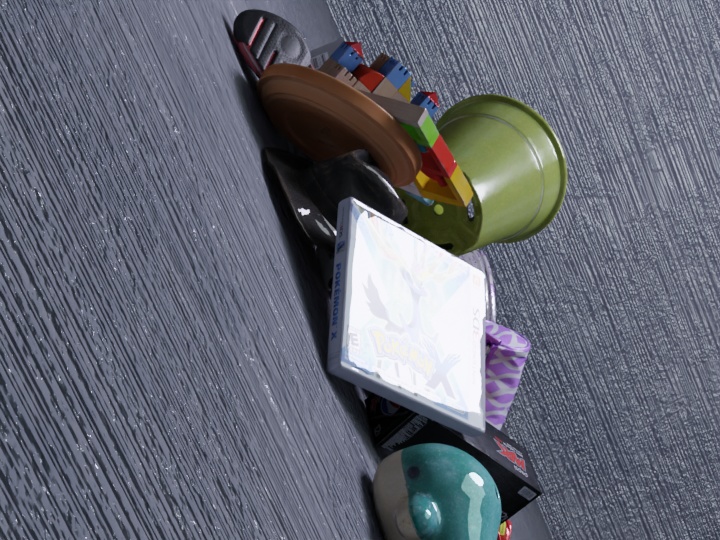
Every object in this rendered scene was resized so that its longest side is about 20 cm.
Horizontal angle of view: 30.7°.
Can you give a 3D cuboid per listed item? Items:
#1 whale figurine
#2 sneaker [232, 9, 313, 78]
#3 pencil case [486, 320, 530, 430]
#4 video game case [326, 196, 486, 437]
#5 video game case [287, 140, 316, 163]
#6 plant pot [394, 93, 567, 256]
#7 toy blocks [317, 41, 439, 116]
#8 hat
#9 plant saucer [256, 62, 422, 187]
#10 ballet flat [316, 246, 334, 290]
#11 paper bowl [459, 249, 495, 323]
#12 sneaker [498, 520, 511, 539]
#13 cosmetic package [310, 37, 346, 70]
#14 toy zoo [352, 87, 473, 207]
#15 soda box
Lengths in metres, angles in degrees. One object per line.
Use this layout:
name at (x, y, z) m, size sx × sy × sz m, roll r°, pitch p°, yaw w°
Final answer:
whale figurine at (0.081, 0.241, 1.134) m, size 0.159 × 0.103 × 0.201 m, roll 62°, pitch 9°, yaw -47°
sneaker at (-0.084, -0.208, 1.491) m, size 0.200 × 0.087 × 0.074 m, roll 44°, pitch 58°, yaw -25°
pencil case at (0.139, 0.157, 1.582) m, size 0.085 × 0.083 × 0.201 m, roll -37°, pitch 146°, yaw -72°
video game case at (0.051, 0.047, 1.277) m, size 0.199 × 0.022 × 0.183 m, roll 27°, pitch 53°, yaw -35°
video game case at (-0.011, -0.082, 1.561) m, size 0.200 × 0.024 × 0.182 m, roll 42°, pitch 19°, yaw -29°
plant pot at (0.134, -0.101, 1.636) m, size 0.190 × 0.199 × 0.201 m, roll -35°, pitch 104°, yaw -56°
toy blocks at (0.014, -0.204, 1.617) m, size 0.200 × 0.137 × 0.100 m, roll 41°, pitch 2°, yaw -32°
hat at (-0.005, -0.076, 1.346) m, size 0.201 × 0.081 × 0.201 m, roll 45°, pitch 18°, yaw -18°
plant saucer at (-0.027, -0.149, 1.416) m, size 0.199 × 0.032 × 0.200 m, roll 28°, pitch -16°, yaw 9°
ballet flat at (0.000, 0.010, 1.447) m, size 0.200 × 0.069 × 0.070 m, roll 46°, pitch 22°, yaw -64°
paper bowl at (0.116, 0.070, 1.825) m, size 0.201 × 0.104 × 0.202 m, roll -177°, pitch -90°, yaw -80°
sneaker at (0.120, 0.278, 1.419) m, size 0.077 × 0.084 × 0.201 m, roll -75°, pitch 143°, yaw -81°
cosmetic package at (-0.024, -0.187, 1.714) m, size 0.090 × 0.106 × 0.201 m, roll -106°, pitch 173°, yaw -53°
toy zoo at (0.047, -0.129, 1.440) m, size 0.131 × 0.021 × 0.200 m, roll 21°, pitch -18°, yaw 33°
soda box at (0.096, 0.181, 1.345) m, size 0.200 × 0.063 × 0.071 m, roll 37°, pitch 23°, yaw -33°
